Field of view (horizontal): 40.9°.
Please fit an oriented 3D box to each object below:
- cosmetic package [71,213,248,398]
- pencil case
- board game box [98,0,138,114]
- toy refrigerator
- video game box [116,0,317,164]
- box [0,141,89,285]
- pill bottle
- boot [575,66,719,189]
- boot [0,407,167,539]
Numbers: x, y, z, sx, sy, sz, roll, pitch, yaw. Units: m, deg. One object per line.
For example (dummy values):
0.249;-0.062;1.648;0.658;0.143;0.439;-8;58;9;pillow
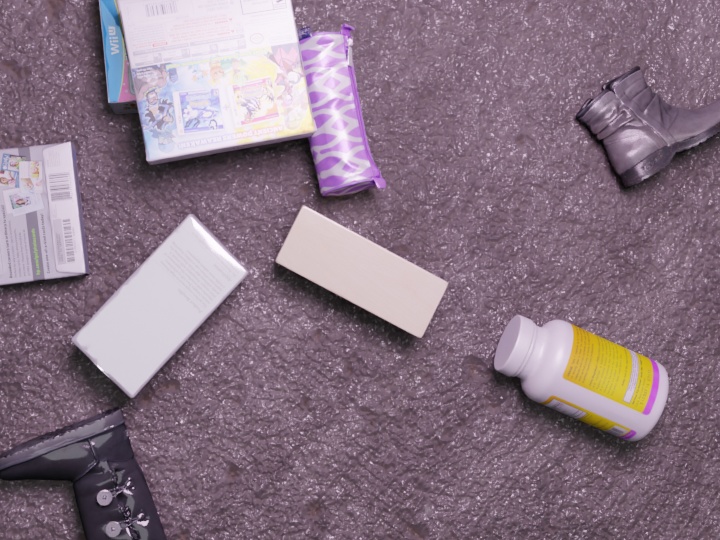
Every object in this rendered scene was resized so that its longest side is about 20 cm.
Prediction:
-0.232;0.041;1.137;0.102;0.074;0.200;44;85;-4;cosmetic package
-0.027;-0.190;1.166;0.084;0.084;0.204;-11;91;23;pencil case
-0.206;-0.273;1.156;0.196;0.064;0.150;-6;89;-7;board game box
0.000;0.000;1.174;0.198;0.070;0.077;27;91;-5;toy refrigerator
-0.163;-0.229;1.107;0.196;0.047;0.186;-11;89;-8;video game box
-0.426;-0.060;1.129;0.196;0.041;0.159;-8;89;-9;box
0.268;0.127;1.187;0.197;0.104;0.106;24;85;-7;pill bottle
0.385;-0.208;1.237;0.198;0.070;0.133;-31;87;-12;boot
-0.321;0.284;1.124;0.162;0.066;0.203;-19;95;-6;boot
